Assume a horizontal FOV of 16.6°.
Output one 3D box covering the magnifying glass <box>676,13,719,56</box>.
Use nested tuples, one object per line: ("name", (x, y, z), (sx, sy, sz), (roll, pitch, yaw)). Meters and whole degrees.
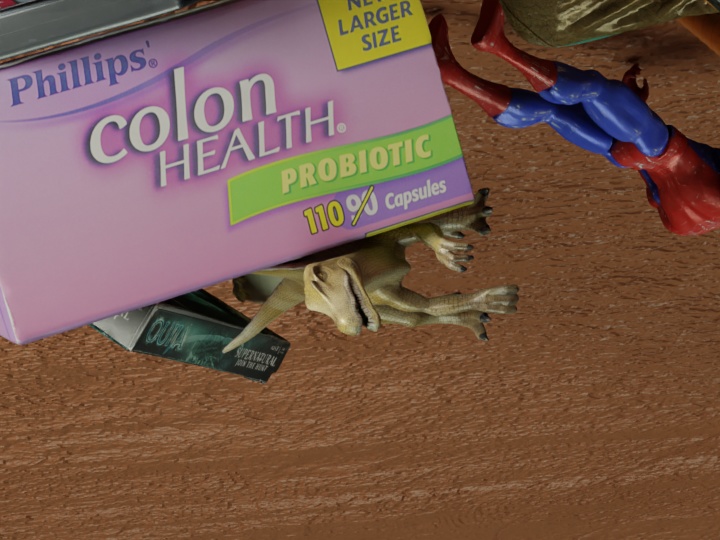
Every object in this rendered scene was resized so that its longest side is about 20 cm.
("magnifying glass", (0.172, -0.078, 0.992), (0.079, 0.200, 0.022), (12, 112, -35))

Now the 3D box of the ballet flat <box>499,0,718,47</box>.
("ballet flat", (0.144, -0.140, 0.979), (0.199, 0.068, 0.072), (-8, 143, 21))

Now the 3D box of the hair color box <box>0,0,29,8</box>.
("hair color box", (-0.083, -0.152, 0.793), (0.199, 0.099, 0.061), (-12, 161, 20))

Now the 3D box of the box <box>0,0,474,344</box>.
("box", (-0.076, -0.048, 0.952), (0.175, 0.097, 0.200), (-18, -174, -14))

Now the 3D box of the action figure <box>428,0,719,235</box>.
("action figure", (0.126, -0.086, 1.136), (0.200, 0.099, 0.065), (32, 148, -26))

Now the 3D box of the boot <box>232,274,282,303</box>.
("boot", (-0.069, -0.030, 1.224), (0.199, 0.072, 0.155), (0, 165, -9))

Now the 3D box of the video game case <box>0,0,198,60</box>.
("video game case", (-0.113, -0.096, 0.926), (0.142, 0.019, 0.200), (-14, -171, 11))

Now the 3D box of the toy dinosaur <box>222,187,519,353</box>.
("toy dinosaur", (0.000, 0.000, 0.945), (0.101, 0.058, 0.200), (-2, 177, -12))

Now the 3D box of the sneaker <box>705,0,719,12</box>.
("sneaker", (0.188, -0.098, 0.929), (0.200, 0.078, 0.077), (37, 139, -24))

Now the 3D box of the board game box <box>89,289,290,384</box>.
("board game box", (-0.122, 0.004, 1.203), (0.135, 0.028, 0.200), (31, -178, 17))
